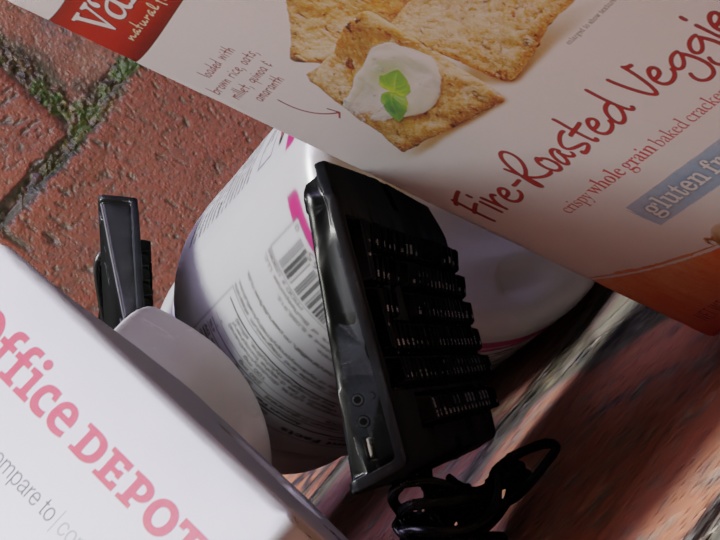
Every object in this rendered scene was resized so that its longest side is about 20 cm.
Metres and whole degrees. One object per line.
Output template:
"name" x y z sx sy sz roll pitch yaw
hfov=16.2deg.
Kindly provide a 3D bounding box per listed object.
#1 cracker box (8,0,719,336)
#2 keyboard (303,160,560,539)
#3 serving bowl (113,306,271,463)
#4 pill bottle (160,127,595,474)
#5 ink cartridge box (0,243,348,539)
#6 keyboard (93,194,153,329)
"cracker box" 0.035 -0.067 0.568 0.134 0.200 0.058 -41 27 60
"keyboard" 0.027 0.025 0.658 0.040 0.104 0.200 -10 -3 10
"serving bowl" -0.075 0.115 0.792 0.200 0.066 0.200 22 -90 -83
"pill bottle" 0.000 0.000 0.893 0.113 0.113 0.200 -51 4 -30
"ink cartridge box" -0.097 0.115 0.620 0.200 0.088 0.145 -47 47 -4
"keyboard" -0.086 0.057 0.960 0.127 0.021 0.200 -108 16 -49
